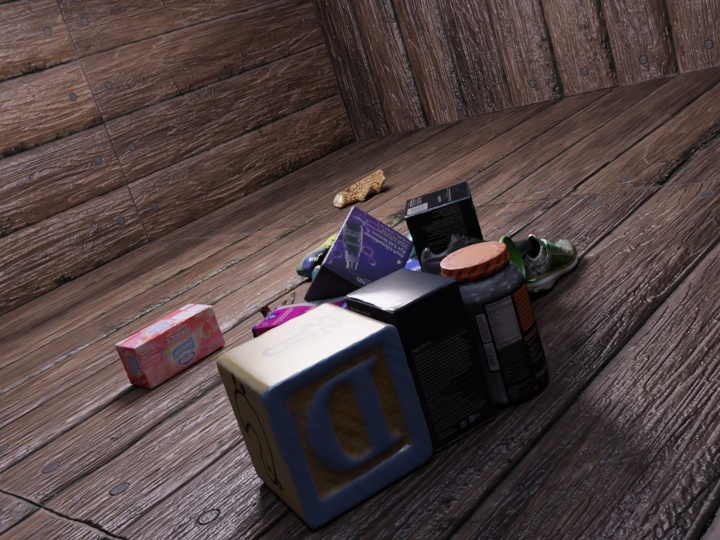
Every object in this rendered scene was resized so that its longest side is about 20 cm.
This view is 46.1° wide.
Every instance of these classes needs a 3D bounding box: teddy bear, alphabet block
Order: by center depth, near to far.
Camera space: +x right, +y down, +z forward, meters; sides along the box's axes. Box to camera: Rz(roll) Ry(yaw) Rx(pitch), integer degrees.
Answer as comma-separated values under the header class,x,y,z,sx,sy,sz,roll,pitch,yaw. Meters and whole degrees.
class,x,y,z,sx,sy,sz,roll,pitch,yaw
alphabet block,-0.050,0.178,1.111,0.193,0.199,0.199,-23,15,-23
teddy bear,-0.002,-0.263,2.841,0.198,0.068,0.144,-33,10,-21

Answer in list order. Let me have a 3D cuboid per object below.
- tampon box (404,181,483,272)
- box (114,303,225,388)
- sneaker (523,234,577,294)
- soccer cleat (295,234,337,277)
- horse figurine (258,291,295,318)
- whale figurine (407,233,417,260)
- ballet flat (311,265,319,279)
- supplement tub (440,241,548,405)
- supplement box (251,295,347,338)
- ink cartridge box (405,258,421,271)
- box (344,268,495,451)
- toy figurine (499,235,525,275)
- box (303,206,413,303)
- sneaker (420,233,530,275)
class,x,y,z,sx,sy,sz,roll,pitch,yaw
tampon box,0.169,-0.039,1.569,0.124,0.204,0.150,-16,14,9
box,-0.399,0.156,1.789,0.198,0.097,0.101,-31,20,-37
sneaker,0.338,-0.030,1.548,0.076,0.090,0.199,-7,19,37
soccer cleat,-0.097,-0.040,2.160,0.082,0.066,0.200,-12,17,31
horse figurine,-0.102,0.096,1.669,0.195,0.050,0.135,-12,53,10
whale figurine,0.145,-0.072,1.894,0.197,0.106,0.158,-25,16,-28
ballet flat,-0.061,0.024,1.900,0.070,0.073,0.200,-21,16,-9
supplement tub,0.182,0.072,1.175,0.120,0.204,0.123,-17,14,4
supplement box,-0.081,0.118,1.526,0.196,0.106,0.101,-9,17,27
ink cartridge box,0.047,0.038,1.752,0.197,0.045,0.094,-24,18,-16
box,0.079,0.115,1.151,0.106,0.204,0.148,-24,17,-22
toy figurine,0.168,0.055,1.364,0.181,0.150,0.203,-22,39,29
box,0.000,0.000,1.616,0.105,0.146,0.202,-58,5,41
sneaker,0.195,-0.027,1.454,0.196,0.093,0.076,-17,-10,-1
